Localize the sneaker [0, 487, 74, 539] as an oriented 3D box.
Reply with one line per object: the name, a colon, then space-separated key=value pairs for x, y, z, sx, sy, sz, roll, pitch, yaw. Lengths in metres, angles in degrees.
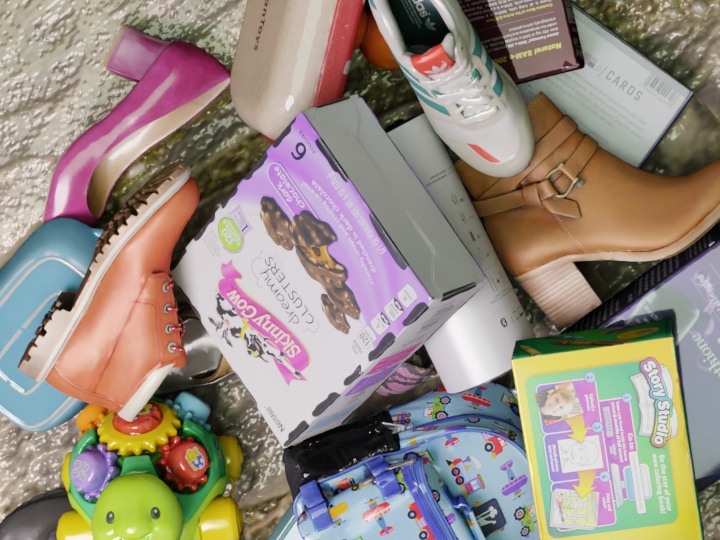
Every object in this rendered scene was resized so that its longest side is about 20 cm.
sneaker: x=-0.195 y=0.221 z=1.805 sx=0.198 sy=0.091 sz=0.077 roll=3 pitch=105 yaw=9

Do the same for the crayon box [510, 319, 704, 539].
crayon box: x=0.182 y=0.145 z=1.655 sx=0.118 sy=0.058 sz=0.202 roll=-8 pitch=98 yaw=8

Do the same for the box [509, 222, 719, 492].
box: x=0.233 y=0.083 z=1.722 sx=0.199 sy=0.104 sz=0.148 roll=-37 pitch=93 yaw=11

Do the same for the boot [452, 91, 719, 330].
boot: x=0.179 y=-0.070 z=1.707 sx=0.199 sy=0.077 sz=0.156 roll=-34 pitch=89 yaw=18

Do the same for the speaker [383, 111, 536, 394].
speaker: x=0.057 y=-0.015 z=1.707 sx=0.081 sy=0.081 sz=0.201 roll=-25 pitch=95 yaw=10

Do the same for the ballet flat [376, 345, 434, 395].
ballet flat: x=0.000 y=0.000 z=1.755 sx=0.071 sy=0.069 sz=0.201 roll=-24 pitch=98 yaw=34

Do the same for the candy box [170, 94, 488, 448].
candy box: x=-0.028 y=0.003 z=1.668 sx=0.168 sy=0.071 sz=0.200 roll=55 pitch=130 yaw=14

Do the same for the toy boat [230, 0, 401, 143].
toy boat: x=-0.011 y=-0.186 z=1.724 sx=0.130 sy=0.130 sz=0.202 roll=10 pitch=101 yaw=-25

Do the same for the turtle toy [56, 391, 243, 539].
turtle toy: x=-0.164 y=0.161 z=1.744 sx=0.144 sy=0.201 sz=0.102 roll=-6 pitch=123 yaw=0

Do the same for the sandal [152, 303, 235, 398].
sandal: x=-0.120 y=0.048 z=1.789 sx=0.199 sy=0.055 sz=0.082 roll=-22 pitch=95 yaw=10

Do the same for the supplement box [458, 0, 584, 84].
supplement box: x=0.092 y=-0.235 z=1.699 sx=0.108 sy=0.061 sz=0.202 roll=-12 pitch=92 yaw=13

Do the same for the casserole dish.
casserole dish: x=-0.241 y=0.049 z=1.779 sx=0.121 sy=0.039 sz=0.200 roll=40 pitch=118 yaw=-7

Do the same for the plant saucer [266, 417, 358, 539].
plant saucer: x=-0.035 y=0.217 z=1.821 sx=0.070 sy=0.019 sz=0.201 roll=35 pitch=102 yaw=2

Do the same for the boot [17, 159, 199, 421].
boot: x=-0.158 y=0.017 z=1.697 sx=0.107 sy=0.075 sz=0.201 roll=32 pitch=107 yaw=-8

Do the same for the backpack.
backpack: x=0.061 y=0.187 z=1.736 sx=0.199 sy=0.135 sz=0.184 roll=-22 pitch=107 yaw=0

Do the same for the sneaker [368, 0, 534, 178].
sneaker: x=0.058 y=-0.141 z=1.628 sx=0.070 sy=0.094 sz=0.201 roll=-24 pitch=108 yaw=17

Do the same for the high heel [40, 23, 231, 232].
high heel: x=-0.175 y=-0.084 z=1.774 sx=0.095 sy=0.067 sz=0.201 roll=23 pitch=88 yaw=12

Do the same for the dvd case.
dvd case: x=0.136 y=-0.098 z=1.750 sx=0.150 sy=0.025 sz=0.201 roll=36 pitch=100 yaw=2
